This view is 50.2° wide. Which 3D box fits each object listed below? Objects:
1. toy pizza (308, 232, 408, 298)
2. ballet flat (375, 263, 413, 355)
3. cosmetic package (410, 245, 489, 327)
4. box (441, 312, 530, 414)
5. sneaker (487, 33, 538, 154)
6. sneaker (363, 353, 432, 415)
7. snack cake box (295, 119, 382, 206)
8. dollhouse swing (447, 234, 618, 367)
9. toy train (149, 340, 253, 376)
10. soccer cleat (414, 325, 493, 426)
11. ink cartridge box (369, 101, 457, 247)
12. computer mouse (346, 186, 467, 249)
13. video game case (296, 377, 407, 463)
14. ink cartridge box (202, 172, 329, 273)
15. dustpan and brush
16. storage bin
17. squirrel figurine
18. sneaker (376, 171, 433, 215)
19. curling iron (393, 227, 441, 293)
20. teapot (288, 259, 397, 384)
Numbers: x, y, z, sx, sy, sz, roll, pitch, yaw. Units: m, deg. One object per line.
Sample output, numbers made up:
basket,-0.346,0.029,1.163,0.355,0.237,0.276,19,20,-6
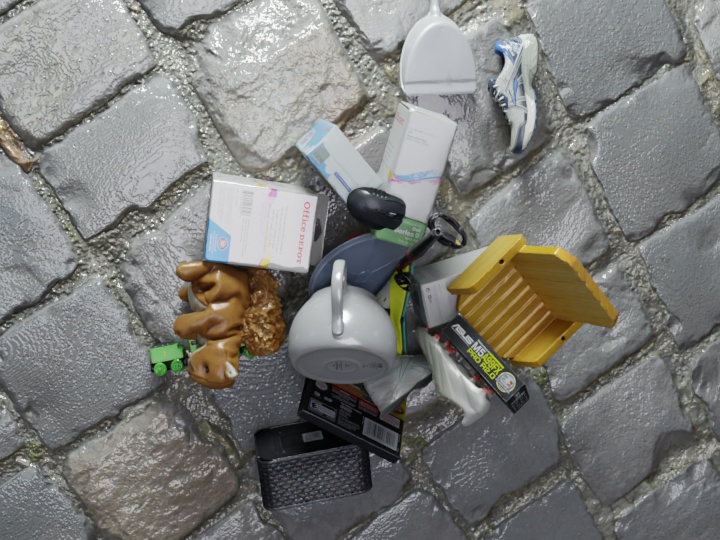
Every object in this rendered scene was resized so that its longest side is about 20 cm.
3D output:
toy pizza,0.000,0.000,1.325,0.195,0.032,0.203,-18,144,-13
ballet flat,0.055,0.070,1.356,0.065,0.068,0.204,6,127,5
cosmetic package,0.192,0.022,1.375,0.195,0.108,0.087,-15,105,-7
box,0.222,0.165,1.335,0.044,0.200,0.161,-42,68,0
sneaker,0.261,-0.307,1.347,0.083,0.077,0.206,0,95,-1
sneaker,0.085,0.178,1.377,0.080,0.198,0.071,46,134,19
snack cake box,-0.039,-0.174,1.239,0.067,0.200,0.115,-42,106,2
dollhouse swing,0.283,0.067,1.259,0.181,0.176,0.200,-43,110,0
toy train,-0.272,0.139,1.342,0.194,0.042,0.058,-11,93,-9
soccer cleat,0.144,0.175,1.318,0.078,0.201,0.069,-47,145,9
ink cartridge box,0.078,-0.154,1.222,0.085,0.146,0.205,13,105,-7
computer mouse,0.072,-0.074,1.151,0.195,0.034,0.060,17,104,-8
video game case,-0.006,0.217,1.349,0.197,0.183,0.026,29,133,-16
ink cartridge box,-0.156,-0.079,1.274,0.194,0.125,0.132,8,100,-14
dustpan and brush,0.131,-0.407,1.308,0.135,0.057,0.206,-5,109,-12
storage bin,-0.085,0.337,1.367,0.194,0.135,0.097,-9,104,-9
squirrel figurine,-0.209,0.095,1.263,0.194,0.142,0.192,-4,70,-20
sneaker,0.101,-0.159,1.338,0.200,0.075,0.115,-44,107,5
curling iron,0.090,-0.019,1.168,0.025,0.201,0.050,-36,79,-25
teapot,-0.029,0.088,1.264,0.195,0.198,0.150,23,56,-36
